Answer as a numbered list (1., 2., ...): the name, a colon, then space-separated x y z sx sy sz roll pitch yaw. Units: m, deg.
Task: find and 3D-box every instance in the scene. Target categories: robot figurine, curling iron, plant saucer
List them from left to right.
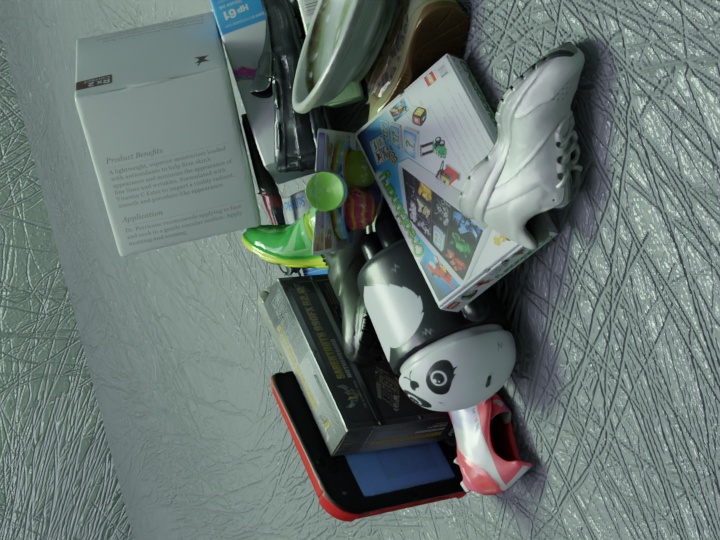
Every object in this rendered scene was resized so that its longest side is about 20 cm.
1. curling iron: -0.107 -0.085 1.917 0.050 0.025 0.201 23 133 69
2. plant saucer: -0.006 -0.238 1.584 0.200 0.050 0.201 -160 90 -76
3. robot figurine: 0.070 0.038 1.598 0.201 0.124 0.150 67 -169 18

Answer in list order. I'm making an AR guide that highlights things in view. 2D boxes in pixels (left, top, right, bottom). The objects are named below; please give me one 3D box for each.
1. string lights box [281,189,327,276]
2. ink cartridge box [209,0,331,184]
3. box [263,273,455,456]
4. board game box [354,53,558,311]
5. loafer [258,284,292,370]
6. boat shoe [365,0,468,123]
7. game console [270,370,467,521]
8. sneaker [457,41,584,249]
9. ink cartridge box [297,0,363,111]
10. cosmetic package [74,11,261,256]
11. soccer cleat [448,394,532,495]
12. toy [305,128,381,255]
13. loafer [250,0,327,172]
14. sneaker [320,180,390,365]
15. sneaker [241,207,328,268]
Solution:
1. string lights box: -0.025 0.000 1.912 0.103 0.059 0.201 -11 95 69
2. ink cartridge box: -0.092 -0.207 1.839 0.145 0.084 0.201 56 -165 -83
3. box: 0.007 0.093 1.743 0.201 0.158 0.048 63 142 30
4. board game box: 0.084 -0.080 1.510 0.126 0.035 0.201 -38 63 27
5. loafer: -0.055 0.087 1.869 0.200 0.070 0.070 54 165 49
6. boat shoe: 0.049 -0.193 1.574 0.200 0.073 0.063 116 143 -45
7. game console: 0.019 0.169 1.730 0.031 0.199 0.178 -51 54 45
8. sneaker: 0.152 -0.103 1.379 0.087 0.074 0.201 38 138 18
9. ink cartridge box: -0.035 -0.247 1.778 0.200 0.048 0.146 -62 -42 -86
10. cosmetic package: -0.214 -0.153 1.833 0.165 0.164 0.201 -106 5 -59
11. soccer cleat: 0.113 0.128 1.668 0.076 0.066 0.201 -35 63 36
12. toy: -0.008 -0.075 1.585 0.200 0.047 0.116 -14 -73 -77
13. loafer: -0.083 -0.201 1.730 0.068 0.070 0.202 59 -163 -83
14. sneaker: 0.000 0.000 1.720 0.090 0.076 0.201 -2 72 31
15. sneaker: -0.036 -0.043 1.814 0.199 0.074 0.084 1 91 26
